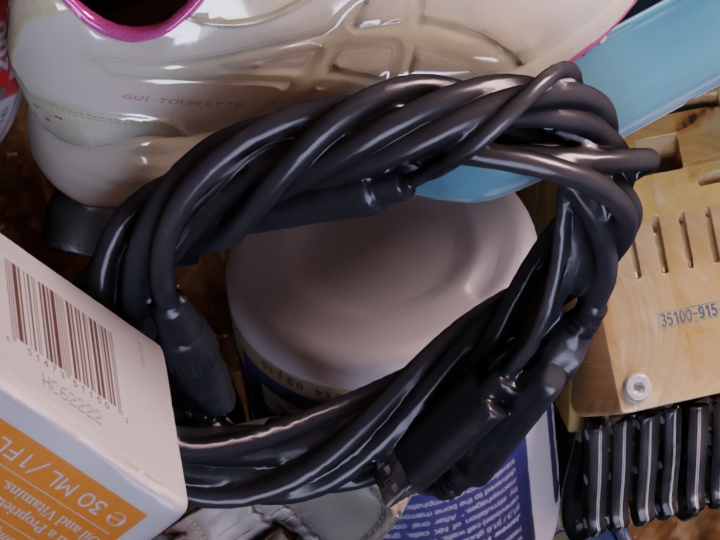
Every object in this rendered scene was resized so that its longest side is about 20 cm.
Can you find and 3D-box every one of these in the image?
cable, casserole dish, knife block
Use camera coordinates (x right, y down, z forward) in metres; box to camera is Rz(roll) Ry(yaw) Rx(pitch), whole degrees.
[{"bbox_3d":[0.000,0.000,0.905,0.163,0.051,0.200,14,135,-23],"label":"cable"},{"bbox_3d":[0.081,-0.072,0.977,0.199,0.121,0.039,-28,102,-15],"label":"casserole dish"},{"bbox_3d":[0.093,0.001,1.123,0.064,0.201,0.176,-11,180,-12],"label":"knife block"}]

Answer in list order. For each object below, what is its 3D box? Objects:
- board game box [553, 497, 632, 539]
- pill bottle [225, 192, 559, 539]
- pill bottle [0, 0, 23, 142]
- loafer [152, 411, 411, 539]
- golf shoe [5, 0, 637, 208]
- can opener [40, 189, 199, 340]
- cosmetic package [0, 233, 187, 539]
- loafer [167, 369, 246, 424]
[{"bbox_3d":[0.056,0.178,1.165,0.151,0.200,0.037,-31,137,10],"label":"board game box"},{"bbox_3d":[0.016,0.061,1.101,0.111,0.111,0.200,-15,135,-7],"label":"pill bottle"},{"bbox_3d":[-0.182,-0.050,0.841,0.113,0.200,0.114,6,108,17],"label":"pill bottle"},{"bbox_3d":[-0.068,0.111,1.040,0.199,0.063,0.072,-23,121,29],"label":"loafer"},{"bbox_3d":[-0.010,-0.084,0.885,0.199,0.075,0.092,-19,135,-2],"label":"golf shoe"},{"bbox_3d":[-0.124,-0.001,0.989,0.200,0.052,0.067,-3,102,-61],"label":"can opener"},{"bbox_3d":[-0.157,0.077,0.865,0.200,0.071,0.101,-38,128,21],"label":"cosmetic package"},{"bbox_3d":[-0.079,0.102,1.143,0.071,0.073,0.200,-6,140,-30],"label":"loafer"}]
